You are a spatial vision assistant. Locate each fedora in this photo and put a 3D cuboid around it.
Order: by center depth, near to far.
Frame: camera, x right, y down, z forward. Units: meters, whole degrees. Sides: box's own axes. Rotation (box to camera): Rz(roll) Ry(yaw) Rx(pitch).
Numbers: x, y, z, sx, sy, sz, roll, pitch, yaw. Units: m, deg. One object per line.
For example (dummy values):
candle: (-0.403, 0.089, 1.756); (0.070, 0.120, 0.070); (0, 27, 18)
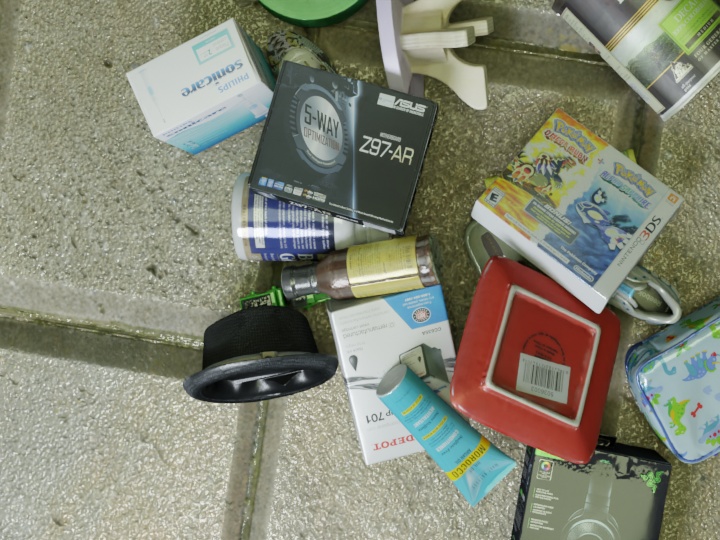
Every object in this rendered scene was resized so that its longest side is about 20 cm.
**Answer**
fedora: (-0.129, 0.102, 1.289); (0.196, 0.201, 0.093); (-11, 69, 5)

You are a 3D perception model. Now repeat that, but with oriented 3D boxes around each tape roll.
tape roll: (-0.063, -0.422, 1.323); (0.196, 0.048, 0.205); (0, 91, 5)

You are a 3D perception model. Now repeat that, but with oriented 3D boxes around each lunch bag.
lunch bag: (0.441, 0.133, 1.269); (0.198, 0.083, 0.162); (-32, 98, 4)

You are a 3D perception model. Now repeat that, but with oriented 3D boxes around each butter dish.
butter dish: (0.192, 0.118, 1.244); (0.197, 0.148, 0.203); (24, 67, -12)

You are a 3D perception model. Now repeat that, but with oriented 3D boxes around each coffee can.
coffee can: (0.353, -0.306, 1.242); (0.200, 0.146, 0.146); (45, 94, 2)

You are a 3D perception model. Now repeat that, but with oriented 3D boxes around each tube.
tube: (0.101, 0.198, 1.239); (0.077, 0.051, 0.200); (-41, 108, 9)

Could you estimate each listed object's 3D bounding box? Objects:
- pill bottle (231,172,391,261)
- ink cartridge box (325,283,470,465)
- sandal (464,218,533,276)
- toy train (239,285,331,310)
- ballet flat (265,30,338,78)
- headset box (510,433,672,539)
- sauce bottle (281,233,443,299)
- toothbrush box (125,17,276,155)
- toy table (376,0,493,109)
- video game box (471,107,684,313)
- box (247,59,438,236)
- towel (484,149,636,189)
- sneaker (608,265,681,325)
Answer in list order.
pill bottle: (-0.059, -0.068, 1.298); (0.196, 0.111, 0.114); (0, 91, 5)
ink cartridge box: (0.049, 0.122, 1.283); (0.144, 0.086, 0.204); (-14, 99, -3)
sandal: (0.198, 0.022, 1.301); (0.079, 0.057, 0.202); (-37, 97, 6)
toy train: (-0.064, 0.029, 1.328); (0.196, 0.056, 0.043); (-14, 90, 5)
ballet flat: (-0.053, -0.234, 1.316); (0.072, 0.072, 0.201); (-38, 88, 4)
headset box: (0.286, 0.304, 1.286); (0.171, 0.093, 0.204); (11, 92, 4)
sauce bottle: (0.000, 0.000, 1.239); (0.196, 0.065, 0.066); (-8, 91, 16)
toothbrush box: (-0.183, -0.221, 1.262); (0.144, 0.200, 0.087); (-26, 89, 5)
toy table: (0.094, -0.292, 1.257); (0.115, 0.185, 0.203); (-3, 118, 18)
video game box: (0.267, -0.077, 1.252); (0.199, 0.047, 0.182); (38, 65, 13)
box: (-0.020, -0.146, 1.227); (0.196, 0.044, 0.163); (17, 85, 6)
towel: (0.264, -0.096, 1.320); (0.196, 0.018, 0.088); (-11, 86, 6)
sneaker: (0.318, 0.009, 1.277); (0.197, 0.087, 0.076); (25, 99, 3)
